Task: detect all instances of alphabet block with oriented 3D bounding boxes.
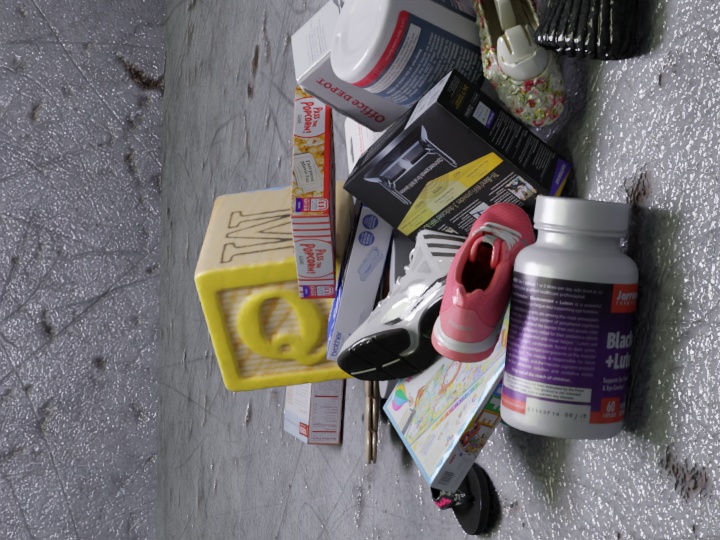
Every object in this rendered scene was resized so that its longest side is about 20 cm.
[{"bbox_3d":[-0.096,0.018,1.562,0.201,0.193,0.198,-86,-15,-58],"label":"alphabet block"}]

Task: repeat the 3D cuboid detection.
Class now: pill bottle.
[{"bbox_3d":[0.080,-0.220,1.213,0.119,0.198,0.121,-41,39,45],"label":"pill bottle"},{"bbox_3d":[0.186,0.038,1.033,0.111,0.110,0.204,-161,74,-69],"label":"pill bottle"}]

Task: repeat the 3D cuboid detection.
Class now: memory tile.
[{"bbox_3d":[0.015,0.134,1.514,0.154,0.016,0.203,-85,-4,-65],"label":"memory tile"}]

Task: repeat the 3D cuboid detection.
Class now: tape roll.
[{"bbox_3d":[0.060,0.049,1.370,0.200,0.065,0.204,-177,90,-86],"label":"tape roll"}]

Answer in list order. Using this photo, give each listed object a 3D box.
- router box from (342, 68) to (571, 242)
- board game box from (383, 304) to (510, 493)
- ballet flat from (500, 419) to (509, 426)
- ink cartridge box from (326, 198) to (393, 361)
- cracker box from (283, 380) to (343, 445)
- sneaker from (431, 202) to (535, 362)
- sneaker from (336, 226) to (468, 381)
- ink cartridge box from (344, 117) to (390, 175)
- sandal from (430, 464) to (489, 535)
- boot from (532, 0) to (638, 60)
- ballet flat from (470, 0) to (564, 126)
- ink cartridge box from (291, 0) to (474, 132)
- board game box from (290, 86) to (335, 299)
[{"bbox_3d":[0.095,-0.096,1.203,0.200,0.157,0.053,-36,21,54],"label":"router box"},{"bbox_3d":[0.106,0.100,1.178,0.202,0.034,0.135,-60,32,17],"label":"board game box"},{"bbox_3d":[0.136,0.069,1.226,0.202,0.066,0.064,-105,18,-44],"label":"ballet flat"},{"bbox_3d":[0.000,0.000,1.378,0.094,0.043,0.203,-91,12,-63],"label":"ink cartridge box"},{"bbox_3d":[-0.070,0.157,1.803,0.134,0.057,0.204,-173,87,-71],"label":"cracker box"},{"bbox_3d":[0.123,-0.008,1.076,0.088,0.073,0.201,94,-164,-44],"label":"sneaker"},{"bbox_3d":[0.056,0.031,1.212,0.200,0.075,0.117,-34,37,35],"label":"sneaker"},{"bbox_3d":[0.044,-0.193,1.522,0.200,0.067,0.118,131,138,-59],"label":"ink cartridge box"},{"bbox_3d":[0.096,0.237,1.347,0.200,0.044,0.076,-128,45,-61],"label":"sandal"},{"bbox_3d":[0.195,-0.284,1.102,0.211,0.078,0.160,-141,57,-65],"label":"boot"},{"bbox_3d":[0.144,-0.236,1.138,0.064,0.075,0.203,54,-164,-70],"label":"ballet flat"},{"bbox_3d":[0.037,-0.268,1.339,0.199,0.144,0.084,-36,48,31],"label":"ink cartridge box"},{"bbox_3d":[-0.054,-0.092,1.383,0.153,0.045,0.202,87,-178,-53],"label":"board game box"}]
